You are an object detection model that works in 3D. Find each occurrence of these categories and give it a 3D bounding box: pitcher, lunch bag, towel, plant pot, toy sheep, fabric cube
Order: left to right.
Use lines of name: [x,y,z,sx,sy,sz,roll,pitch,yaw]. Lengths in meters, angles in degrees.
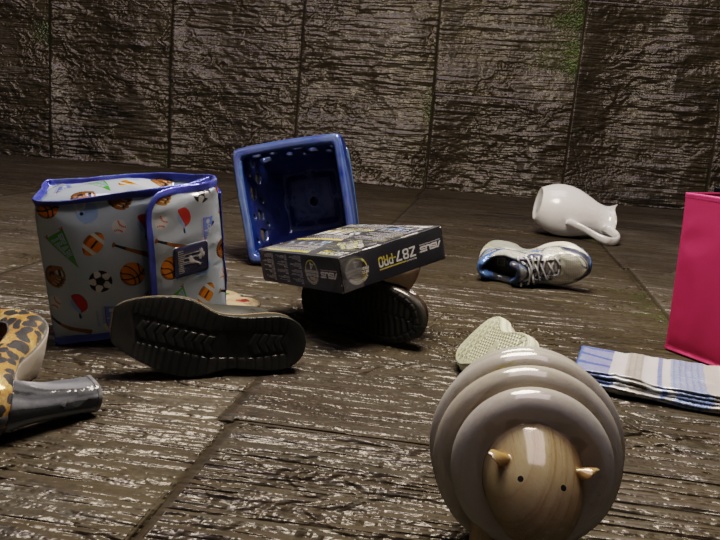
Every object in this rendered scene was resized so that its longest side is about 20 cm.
lunch bag: [-0.251,-0.019,0.919,0.196,0.173,0.124,-5,20,-13]
plant pot: [-0.100,-0.126,1.454,0.196,0.204,0.180,-8,3,9]
toy sheep: [0.106,0.115,0.527,0.135,0.141,0.200,4,11,3]
pitcher: [0.523,-0.126,1.963,0.196,0.123,0.172,15,27,-1]
towel: [0.334,0.115,0.891,0.196,0.024,0.147,8,11,20]
fabric cube: [0.520,0.017,0.989,0.197,0.204,0.195,-3,12,-29]

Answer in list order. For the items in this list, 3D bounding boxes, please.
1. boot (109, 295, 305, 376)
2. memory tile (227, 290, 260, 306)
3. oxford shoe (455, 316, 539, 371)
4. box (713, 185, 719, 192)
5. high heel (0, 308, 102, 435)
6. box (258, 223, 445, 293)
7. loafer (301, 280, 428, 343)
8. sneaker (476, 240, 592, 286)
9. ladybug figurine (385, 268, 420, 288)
boot: [-0.171,0.064,0.880,0.197,0.079,0.138,13,2,-21]
memory tile: [-0.244,0.042,1.072,0.197,0.017,0.152,-6,15,-40]
oxford shoe: [0.150,0.095,0.859,0.058,0.075,0.200,44,-3,-9]
box: [1.187,-0.190,2.455,0.194,0.120,0.198,13,15,40]
high heel: [-0.334,0.079,0.700,0.198,0.073,0.141,23,14,34]
box: [-0.014,-0.021,1.036,0.159,0.050,0.199,-16,12,-34]
loafer: [0.013,0.038,1.028,0.198,0.075,0.071,14,17,41]
sneaker: [0.287,-0.002,1.372,0.197,0.079,0.085,1,19,28]
ladybug figurine: [0.000,0.000,1.219,0.198,0.073,0.134,14,16,40]
